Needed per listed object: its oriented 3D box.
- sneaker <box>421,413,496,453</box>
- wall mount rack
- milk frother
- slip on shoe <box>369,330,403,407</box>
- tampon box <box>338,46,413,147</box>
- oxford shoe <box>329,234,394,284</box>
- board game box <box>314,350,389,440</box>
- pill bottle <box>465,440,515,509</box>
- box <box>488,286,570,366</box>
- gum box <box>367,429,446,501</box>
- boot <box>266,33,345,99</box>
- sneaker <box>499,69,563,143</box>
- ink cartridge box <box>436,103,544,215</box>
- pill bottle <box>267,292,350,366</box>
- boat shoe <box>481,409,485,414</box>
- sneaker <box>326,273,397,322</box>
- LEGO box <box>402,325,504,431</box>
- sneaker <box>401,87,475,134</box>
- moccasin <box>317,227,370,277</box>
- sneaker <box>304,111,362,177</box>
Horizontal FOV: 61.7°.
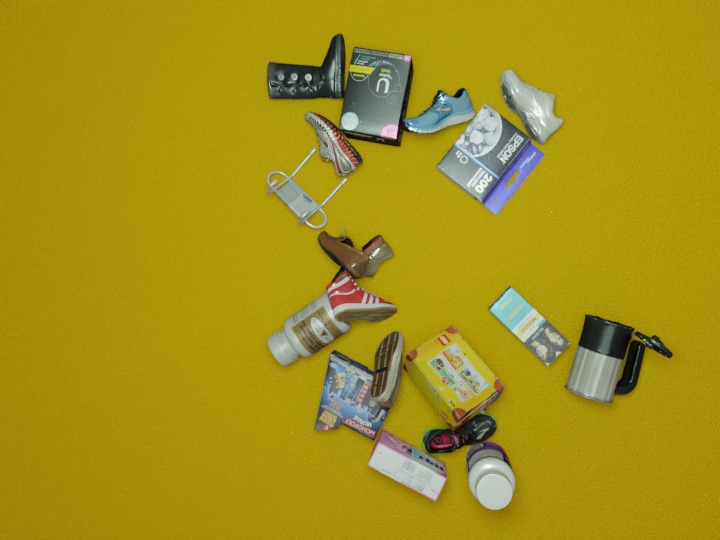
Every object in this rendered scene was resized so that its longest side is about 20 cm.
[{"bbox_3d":[0.252,0.422,1.519,0.199,0.084,0.077,-23,95,8],"label":"sneaker"},{"bbox_3d":[-0.139,-0.214,1.559,0.200,0.075,0.174,44,58,3],"label":"wall mount rack"},{"bbox_3d":[0.603,0.221,1.412,0.179,0.200,0.190,15,94,3],"label":"milk frother"},{"bbox_3d":[0.076,0.248,1.515,0.076,0.201,0.061,-21,129,34],"label":"slip on shoe"},{"bbox_3d":[0.042,-0.426,1.497,0.148,0.126,0.202,11,94,8],"label":"tampon box"},{"bbox_3d":[0.000,0.000,1.548,0.200,0.071,0.075,-41,104,14],"label":"oxford shoe"},{"bbox_3d":[-0.029,0.344,1.566,0.199,0.062,0.201,27,96,6],"label":"board game box"},{"bbox_3d":[0.314,0.495,1.457,0.110,0.200,0.113,0,93,7],"label":"pill bottle"},{"bbox_3d":[0.419,0.138,1.507,0.200,0.049,0.082,44,97,4],"label":"box"},{"bbox_3d":[0.125,0.491,1.524,0.199,0.113,0.067,27,95,6],"label":"gum box"},{"bbox_3d":[-0.141,-0.524,1.554,0.198,0.066,0.167,2,91,12],"label":"boot"},{"bbox_3d":[0.423,-0.417,1.483,0.099,0.078,0.201,-36,96,0],"label":"sneaker"},{"bbox_3d":[0.326,-0.276,1.509,0.200,0.043,0.199,38,96,3],"label":"ink cartridge box"},{"bbox_3d":[-0.134,0.155,1.546,0.199,0.114,0.115,-34,88,7],"label":"pill bottle"},{"bbox_3d":[0.242,0.287,1.525,0.199,0.071,0.063,30,89,4],"label":"boat shoe"},{"bbox_3d":[0.001,0.068,1.520,0.071,0.199,0.113,-48,53,35],"label":"sneaker"},{"bbox_3d":[0.222,0.256,1.457,0.148,0.077,0.200,-26,61,-24],"label":"LEGO box"},{"bbox_3d":[0.183,-0.393,1.475,0.199,0.078,0.091,-24,114,-19],"label":"sneaker"},{"bbox_3d":[-0.043,-0.055,1.505,0.078,0.201,0.074,-47,124,-5],"label":"moccasin"},{"bbox_3d":[-0.085,-0.325,1.538,0.082,0.078,0.201,-42,74,19],"label":"sneaker"}]
